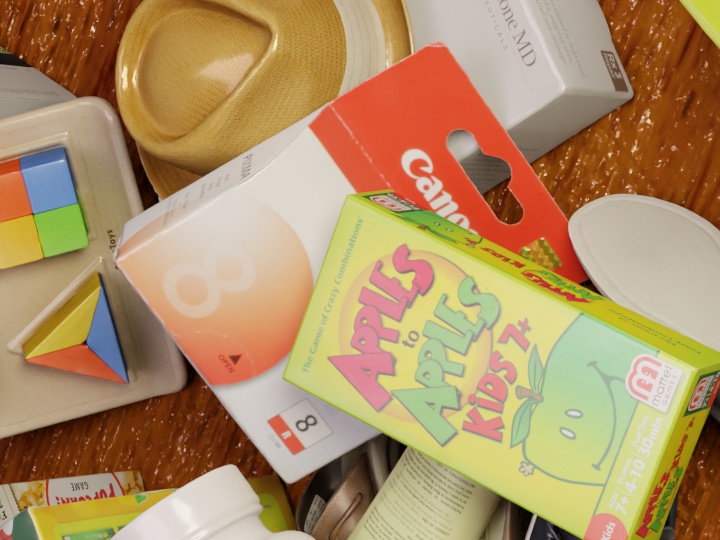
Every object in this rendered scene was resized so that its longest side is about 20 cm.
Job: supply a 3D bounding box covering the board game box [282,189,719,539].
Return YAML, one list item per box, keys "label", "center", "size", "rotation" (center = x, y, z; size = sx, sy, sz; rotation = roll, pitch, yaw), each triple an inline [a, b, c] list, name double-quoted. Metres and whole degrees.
- label: "board game box"
  center: [0.068, 0.048, 1.378]
  size: [0.199, 0.048, 0.102]
  rotation: [27, 107, 24]

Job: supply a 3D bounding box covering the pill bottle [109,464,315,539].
- label: "pill bottle"
  center: [-0.044, 0.204, 1.444]
  size: [0.112, 0.112, 0.200]
  rotation: [-40, 78, 31]

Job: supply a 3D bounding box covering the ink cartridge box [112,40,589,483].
- label: "ink cartridge box"
  center: [0.000, 0.000, 1.449]
  size: [0.199, 0.050, 0.162]
  rotation: [-29, 113, 19]

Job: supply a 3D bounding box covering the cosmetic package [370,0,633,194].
- label: "cosmetic package"
  center: [0.036, -0.088, 1.503]
  size: [0.200, 0.074, 0.102]
  rotation: [-35, 70, 34]

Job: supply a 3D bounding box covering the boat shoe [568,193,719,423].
- label: "boat shoe"
  center: [0.176, 0.033, 1.405]
  size: [0.200, 0.074, 0.060]
  rotation: [38, 150, 36]

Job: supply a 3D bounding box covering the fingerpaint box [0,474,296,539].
- label: "fingerpaint box"
  center: [-0.103, 0.208, 1.538]
  size: [0.073, 0.200, 0.167]
  rotation: [-33, 72, 35]

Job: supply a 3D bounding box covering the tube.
- label: "tube"
  center: [0.045, 0.107, 1.451]
  size: [0.201, 0.052, 0.058]
  rotation: [-61, 17, 17]

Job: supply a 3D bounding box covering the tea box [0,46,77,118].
- label: "tea box"
  center: [-0.305, -0.057, 1.728]
  size: [0.196, 0.133, 0.201]
  rotation: [33, 110, 31]

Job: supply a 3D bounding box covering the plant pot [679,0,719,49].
- label: "plant pot"
  center: [0.278, -0.126, 1.243]
  size: [0.182, 0.200, 0.199]
  rotation: [-48, 64, 20]

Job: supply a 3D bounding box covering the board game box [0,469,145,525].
- label: "board game box"
  center: [-0.241, 0.163, 1.643]
  size: [0.151, 0.200, 0.047]
  rotation: [-24, 77, 36]

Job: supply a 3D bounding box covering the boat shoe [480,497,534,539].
- label: "boat shoe"
  center: [0.066, 0.177, 1.494]
  size: [0.065, 0.073, 0.201]
  rotation: [5, 85, 42]

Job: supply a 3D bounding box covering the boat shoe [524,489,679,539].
- label: "boat shoe"
  center: [0.124, 0.135, 1.435]
  size: [0.062, 0.074, 0.201]
  rotation: [-147, 66, -79]

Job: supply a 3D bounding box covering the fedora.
- label: "fedora"
  center: [-0.065, -0.105, 1.486]
  size: [0.200, 0.082, 0.202]
  rotation: [-3, 86, 39]

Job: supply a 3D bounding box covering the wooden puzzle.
- label: "wooden puzzle"
  center: [-0.214, 0.013, 1.617]
  size: [0.199, 0.046, 0.186]
  rotation: [-14, 110, 1]

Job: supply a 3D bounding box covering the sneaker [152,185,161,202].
- label: "sneaker"
  center: [-0.066, -0.037, 1.585]
  size: [0.079, 0.077, 0.201]
  rotation: [-29, 74, 27]

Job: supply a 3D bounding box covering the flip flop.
- label: "flip flop"
  center: [-0.007, 0.123, 1.534]
  size: [0.081, 0.057, 0.201]
  rotation: [166, 101, -65]
